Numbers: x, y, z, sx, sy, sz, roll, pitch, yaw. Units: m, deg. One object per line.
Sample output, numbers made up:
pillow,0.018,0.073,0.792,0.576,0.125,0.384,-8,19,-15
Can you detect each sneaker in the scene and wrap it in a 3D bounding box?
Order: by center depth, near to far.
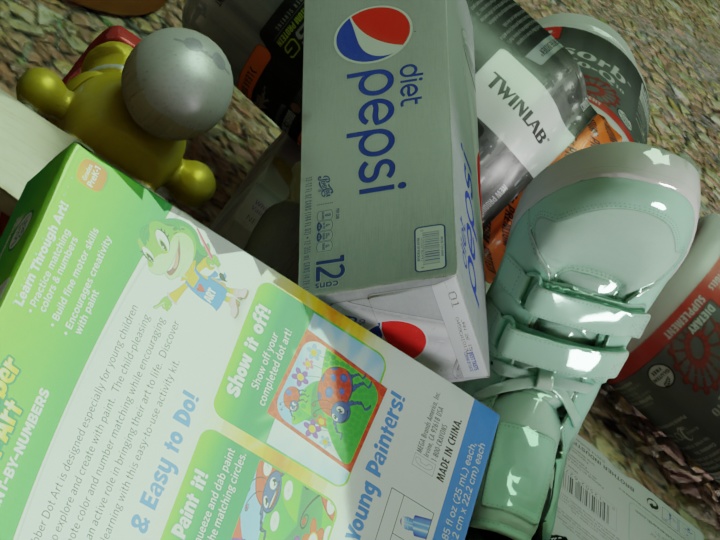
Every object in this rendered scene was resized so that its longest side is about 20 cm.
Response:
sneaker,0.081,0.044,0.803,0.074,0.201,0.118,14,51,-12

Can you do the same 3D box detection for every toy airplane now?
toy airplane,-0.105,-0.036,0.803,0.200,0.141,0.199,3,47,-55

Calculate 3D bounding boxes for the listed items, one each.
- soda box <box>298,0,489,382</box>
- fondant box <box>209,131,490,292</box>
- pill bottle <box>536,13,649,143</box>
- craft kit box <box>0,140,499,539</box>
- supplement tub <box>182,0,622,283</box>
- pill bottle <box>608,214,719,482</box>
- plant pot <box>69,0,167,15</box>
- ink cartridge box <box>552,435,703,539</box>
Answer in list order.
soda box,0.014,-0.049,0.822,0.068,0.063,0.200,69,16,-48
fondant box,0.000,0.000,1.001,0.144,0.058,0.200,40,24,-6
pill bottle,0.120,-0.086,1.245,0.116,0.116,0.200,39,25,-8
craft kit box,-0.060,0.089,0.689,0.197,0.048,0.200,35,53,-22
supplement tub,0.022,-0.095,0.972,0.200,0.123,0.123,42,25,4
pill bottle,0.238,0.073,1.150,0.200,0.116,0.116,42,25,-2
plant pot,-0.146,-0.258,1.095,0.200,0.140,0.200,33,27,-19
ink cartridge box,0.109,0.155,0.939,0.119,0.042,0.200,38,24,-12
